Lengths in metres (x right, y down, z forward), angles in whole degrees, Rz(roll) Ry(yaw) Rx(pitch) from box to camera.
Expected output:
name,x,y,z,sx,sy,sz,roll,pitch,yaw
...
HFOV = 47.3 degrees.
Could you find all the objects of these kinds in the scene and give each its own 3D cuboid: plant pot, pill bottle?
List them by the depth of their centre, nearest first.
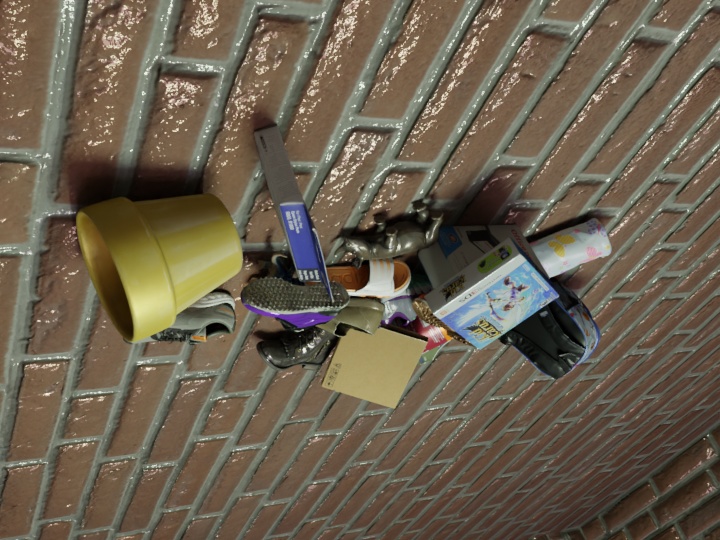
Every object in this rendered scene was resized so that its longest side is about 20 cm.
name,x,y,z,sx,sy,sz,roll,pitch,yaw
plant pot,-0.284,-0.023,1.193,0.189,0.201,0.201,-24,151,-28
pill bottle,0.088,0.127,1.681,0.200,0.113,0.113,-27,147,9

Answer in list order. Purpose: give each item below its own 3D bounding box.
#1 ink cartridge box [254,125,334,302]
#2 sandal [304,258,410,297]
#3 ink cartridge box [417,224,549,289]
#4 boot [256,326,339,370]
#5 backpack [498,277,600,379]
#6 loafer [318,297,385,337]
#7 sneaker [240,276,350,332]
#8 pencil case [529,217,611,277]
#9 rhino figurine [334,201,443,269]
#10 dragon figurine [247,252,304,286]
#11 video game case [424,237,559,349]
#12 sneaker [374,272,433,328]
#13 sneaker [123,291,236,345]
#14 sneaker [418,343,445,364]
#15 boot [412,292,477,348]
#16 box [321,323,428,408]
name,x,y,z,sx,sy,sz,roll,pitch,yaw
ink cartridge box,-0.098,-0.075,1.203,0.041,0.200,0.200,-19,146,-6
sandal,0.002,0.007,1.489,0.206,0.079,0.059,-5,145,-21
ink cartridge box,0.230,-0.007,1.542,0.200,0.145,0.084,-3,140,-27
boot,-0.091,0.122,1.622,0.174,0.069,0.200,-45,148,26
backpack,0.427,0.133,1.821,0.154,0.191,0.200,-15,150,-41
loafer,-0.054,0.086,1.522,0.200,0.068,0.076,-2,161,20
sneaker,-0.121,0.069,1.404,0.200,0.070,0.100,4,141,-34
pencil case,0.405,-0.034,1.665,0.200,0.083,0.091,-23,151,0
rhino figurine,0.050,-0.055,1.448,0.200,0.060,0.088,-18,144,-5
dragon figurine,-0.134,0.016,1.439,0.099,0.059,0.200,-3,143,-28
video game case,0.236,0.047,1.451,0.181,0.046,0.200,-35,142,15
sneaker,0.109,0.058,1.597,0.200,0.074,0.088,-8,112,-28
sneaker,-0.313,0.095,1.431,0.200,0.079,0.074,-13,148,-11
sneaker,0.124,0.191,1.833,0.090,0.067,0.200,15,129,-36
boot,0.179,0.068,1.572,0.200,0.075,0.107,30,82,-43
box,0.026,0.182,1.634,0.163,0.021,0.200,18,126,-5
